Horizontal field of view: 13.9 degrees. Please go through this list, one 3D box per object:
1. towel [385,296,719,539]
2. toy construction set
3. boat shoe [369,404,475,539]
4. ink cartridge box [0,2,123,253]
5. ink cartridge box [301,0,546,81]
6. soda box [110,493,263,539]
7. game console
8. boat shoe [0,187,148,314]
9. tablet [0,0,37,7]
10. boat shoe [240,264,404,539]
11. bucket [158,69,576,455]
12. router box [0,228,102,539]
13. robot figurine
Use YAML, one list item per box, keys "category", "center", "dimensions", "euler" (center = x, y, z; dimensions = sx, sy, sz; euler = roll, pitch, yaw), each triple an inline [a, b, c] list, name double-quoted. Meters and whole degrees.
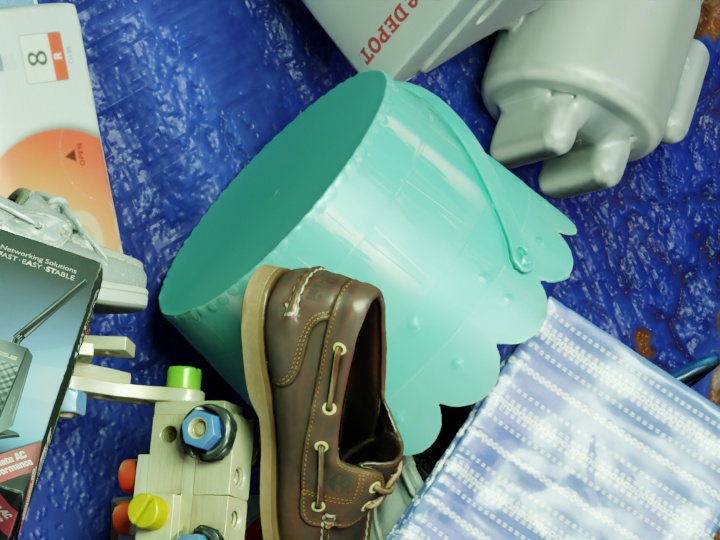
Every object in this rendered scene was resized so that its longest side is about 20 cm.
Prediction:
- category: "towel"
  center: [0.103, 0.131, 1.526]
  dimensions: [0.145, 0.024, 0.200]
  euler: [33, 79, -1]
- category: "toy construction set"
  center: [-0.119, 0.120, 1.497]
  dimensions: [0.092, 0.131, 0.200]
  euler: [-4, 92, -63]
- category: "boat shoe"
  center: [0.043, 0.093, 1.624]
  dimensions: [0.070, 0.072, 0.201]
  euler: [25, 31, -14]
- category: "ink cartridge box"
  center: [-0.219, -0.047, 1.489]
  dimensions: [0.200, 0.050, 0.162]
  euler: [-10, 89, -41]
- category: "ink cartridge box"
  center: [0.027, -0.231, 1.627]
  dimensions: [0.146, 0.147, 0.200]
  euler: [-31, 80, -37]
- category: "soda box"
  center: [-0.039, 0.159, 1.610]
  dimensions: [0.200, 0.064, 0.068]
  euler: [8, 77, -39]
- category: "game console"
  center: [0.124, 0.139, 1.639]
  dimensions: [0.118, 0.200, 0.171]
  euler: [4, 80, -2]
- category: "boat shoe"
  center: [-0.193, -0.032, 1.448]
  dimensions: [0.202, 0.074, 0.065]
  euler: [22, 81, -13]
- category: "tablet"
  center: [-0.217, -0.098, 1.538]
  dimensions: [0.130, 0.014, 0.200]
  euler: [-11, 90, -39]
- category: "boat shoe"
  center: [-0.013, 0.089, 1.484]
  dimensions: [0.070, 0.070, 0.200]
  euler: [-59, 149, -49]
- category: "bucket"
  center: [0.000, 0.000, 1.581]
  dimensions: [0.135, 0.207, 0.207]
  euler: [43, 59, -16]
- category: "router box"
  center: [-0.232, 0.036, 1.352]
  dimensions: [0.200, 0.062, 0.150]
  euler: [18, 45, -5]
- category: "robot figurine"
  center: [0.141, -0.143, 1.768]
  dimensions: [0.170, 0.113, 0.200]
  euler: [34, 64, -31]
